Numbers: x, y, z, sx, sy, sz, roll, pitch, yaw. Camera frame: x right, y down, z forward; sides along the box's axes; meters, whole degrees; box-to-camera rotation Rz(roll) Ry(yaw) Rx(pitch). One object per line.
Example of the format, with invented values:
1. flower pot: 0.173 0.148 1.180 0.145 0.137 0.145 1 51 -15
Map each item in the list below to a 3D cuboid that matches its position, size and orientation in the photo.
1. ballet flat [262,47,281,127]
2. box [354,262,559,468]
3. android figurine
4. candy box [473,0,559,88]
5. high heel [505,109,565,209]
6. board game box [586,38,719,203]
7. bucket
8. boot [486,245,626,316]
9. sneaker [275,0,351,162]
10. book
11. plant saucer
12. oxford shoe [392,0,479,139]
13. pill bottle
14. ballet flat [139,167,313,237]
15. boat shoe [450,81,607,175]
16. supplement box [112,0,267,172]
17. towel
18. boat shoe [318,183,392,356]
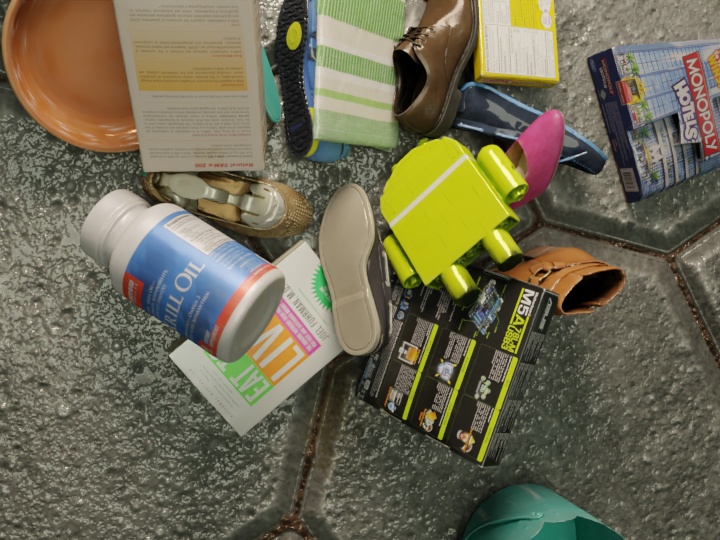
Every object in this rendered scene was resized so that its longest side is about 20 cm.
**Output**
1. ballet flat: -0.140 -0.255 0.719 0.072 0.072 0.202 -15 106 -11
2. box: 0.102 0.089 0.746 0.047 0.192 0.201 18 92 -52
3. android figurine: 0.096 -0.065 0.738 0.182 0.201 0.041 -44 147 22
4. candy box: 0.181 -0.319 0.777 0.101 0.026 0.202 1 82 -12
5. high heel: 0.152 -0.105 0.751 0.095 0.200 0.068 4 54 -20
6. board game box: 0.419 -0.215 0.846 0.199 0.062 0.201 -22 100 -9
7. bucket: 0.229 0.382 0.826 0.206 0.135 0.209 -1 95 -13
8. boot: 0.199 0.040 0.772 0.199 0.155 0.077 -27 106 -9
9. sneaker: -0.047 -0.224 0.747 0.078 0.066 0.202 -6 92 -38
10. book: -0.105 0.079 0.771 0.200 0.048 0.134 -40 104 -9
11. plant saucer: -0.255 -0.221 0.667 0.199 0.037 0.201 -19 129 -25
12. oxford shoe: 0.082 -0.260 0.748 0.084 0.072 0.202 10 91 -40
13. pill bottle: -0.188 0.000 0.686 0.199 0.112 0.113 30 89 10
14. ballet flat: -0.147 -0.078 0.730 0.199 0.065 0.071 11 95 -13
15. boat shoe: 0.201 -0.159 0.804 0.199 0.084 0.069 27 97 3
16. supplement box: -0.160 -0.202 0.642 0.125 0.074 0.201 0 124 -4
17. towel: -0.001 -0.240 0.727 0.152 0.023 0.202 -6 100 -52
18. boat shoe: 0.000 0.000 0.762 0.072 0.063 0.202 -13 75 28
